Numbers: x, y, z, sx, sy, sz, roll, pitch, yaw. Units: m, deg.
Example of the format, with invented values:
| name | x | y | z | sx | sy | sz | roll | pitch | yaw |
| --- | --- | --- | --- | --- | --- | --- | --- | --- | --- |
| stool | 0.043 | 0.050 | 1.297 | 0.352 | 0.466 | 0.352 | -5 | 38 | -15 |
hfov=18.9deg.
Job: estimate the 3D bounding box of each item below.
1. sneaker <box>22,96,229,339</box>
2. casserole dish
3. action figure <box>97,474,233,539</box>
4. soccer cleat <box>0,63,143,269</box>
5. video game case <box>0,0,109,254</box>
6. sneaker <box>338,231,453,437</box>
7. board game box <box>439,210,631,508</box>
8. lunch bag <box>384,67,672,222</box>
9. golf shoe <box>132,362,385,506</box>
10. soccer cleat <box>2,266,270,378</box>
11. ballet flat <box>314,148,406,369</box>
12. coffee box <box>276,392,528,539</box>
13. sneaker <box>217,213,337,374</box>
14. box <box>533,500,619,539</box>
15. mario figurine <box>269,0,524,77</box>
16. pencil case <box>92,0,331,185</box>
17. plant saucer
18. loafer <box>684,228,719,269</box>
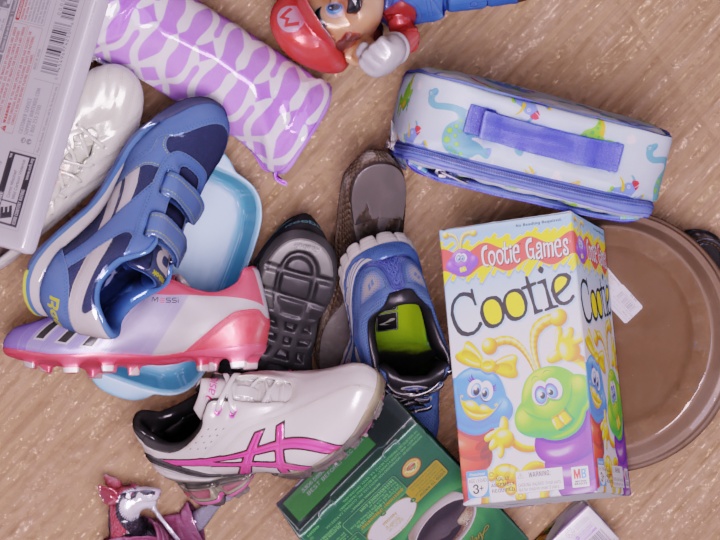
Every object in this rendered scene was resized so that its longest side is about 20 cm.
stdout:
| name | x | y | z | sx | sy | sz | roll | pitch | yaw |
| --- | --- | --- | --- | --- | --- | --- | --- | --- | --- |
| sneaker | -0.150 | -0.033 | 1.541 | 0.200 | 0.082 | 0.074 | -53 | 144 | -8 |
| casserole dish | -0.151 | -0.002 | 1.634 | 0.120 | 0.039 | 0.201 | 20 | 94 | -9 |
| action figure | -0.143 | 0.242 | 1.649 | 0.149 | 0.134 | 0.201 | -38 | 86 | 41 |
| soccer cleat | -0.229 | -0.066 | 1.575 | 0.069 | 0.078 | 0.200 | 41 | 107 | -8 |
| video game case | -0.286 | -0.129 | 1.559 | 0.181 | 0.023 | 0.201 | 15 | 87 | 21 |
| sneaker | 0.026 | 0.073 | 1.600 | 0.078 | 0.089 | 0.201 | -15 | 129 | -6 |
| board game box | 0.129 | 0.068 | 1.584 | 0.102 | 0.105 | 0.202 | -8 | 81 | 19 |
| lunch bag | 0.121 | -0.094 | 1.594 | 0.199 | 0.161 | 0.083 | 13 | 94 | -9 |
| golf shoe | -0.075 | 0.108 | 1.557 | 0.199 | 0.073 | 0.092 | -24 | 131 | 28 |
| soccer cleat | -0.163 | 0.038 | 1.577 | 0.198 | 0.067 | 0.077 | -2 | 82 | 11 |
| ballet flat | 0.000 | 0.000 | 1.635 | 0.067 | 0.046 | 0.201 | -3 | 118 | -16 |
| coffee box | 0.034 | 0.189 | 1.620 | 0.123 | 0.044 | 0.200 | -44 | 136 | 0 |
| sneaker | -0.064 | 0.049 | 1.636 | 0.075 | 0.079 | 0.201 | 17 | 113 | -13 |
| box | 0.116 | 0.261 | 1.693 | 0.200 | 0.039 | 0.041 | -45 | 98 | -1 |
| mario figurine | 0.027 | -0.213 | 1.594 | 0.199 | 0.123 | 0.107 | -22 | 111 | -8 |
| pencil case | -0.118 | -0.150 | 1.598 | 0.199 | 0.084 | 0.086 | 31 | 90 | -10 |
| plant saucer | 0.185 | 0.052 | 1.636 | 0.199 | 0.029 | 0.202 | -3 | 81 | 21 |
| loafer | 0.236 | 0.065 | 1.669 | 0.072 | 0.072 | 0.201 | 21 | 93 | -9 |
